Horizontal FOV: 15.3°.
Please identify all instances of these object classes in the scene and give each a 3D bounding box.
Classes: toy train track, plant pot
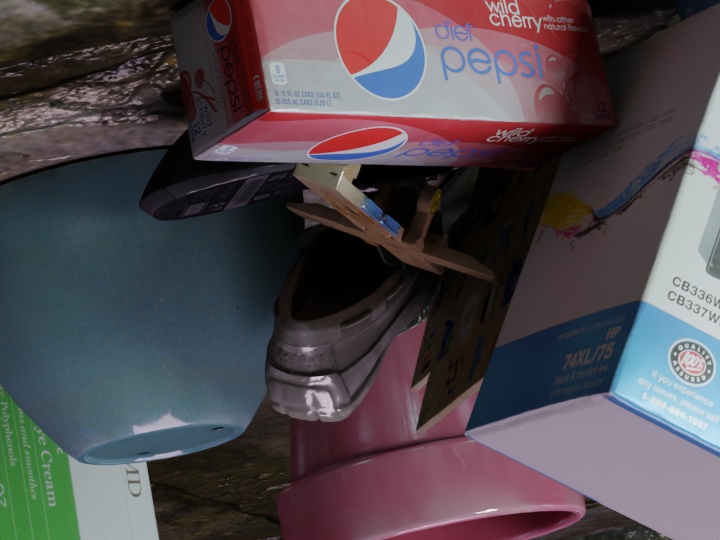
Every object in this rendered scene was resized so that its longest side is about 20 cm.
[{"bbox_3d":[0.011,-0.035,1.294,0.114,0.033,0.200,19,175,18],"label":"toy train track"},{"bbox_3d":[0.034,0.092,1.738,0.199,0.180,0.200,-10,167,-2],"label":"plant pot"},{"bbox_3d":[-0.118,0.029,1.439,0.199,0.135,0.200,-11,167,-2],"label":"plant pot"}]

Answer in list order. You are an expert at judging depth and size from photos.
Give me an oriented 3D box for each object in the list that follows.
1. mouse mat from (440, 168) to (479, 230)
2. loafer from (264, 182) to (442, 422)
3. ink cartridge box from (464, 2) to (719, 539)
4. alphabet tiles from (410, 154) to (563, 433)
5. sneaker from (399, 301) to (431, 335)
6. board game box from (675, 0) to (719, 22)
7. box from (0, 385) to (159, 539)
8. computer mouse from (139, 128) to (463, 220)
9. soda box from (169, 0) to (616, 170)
[{"bbox_3d":[0.124,-0.058,1.558,0.160,0.008,0.200,-8,166,-14],"label":"mouse mat"},{"bbox_3d":[0.000,0.000,1.416,0.070,0.070,0.200,6,-145,13],"label":"loafer"},{"bbox_3d":[0.167,0.006,1.218,0.146,0.201,0.146,26,161,-17],"label":"ink cartridge box"},{"bbox_3d":[0.070,-0.010,1.375,0.006,0.167,0.200,19,157,-11],"label":"alphabet tiles"},{"bbox_3d":[-0.027,0.014,1.636,0.199,0.077,0.089,-12,-179,28],"label":"sneaker"},{"bbox_3d":[0.239,-0.152,1.174,0.151,0.037,0.200,-8,168,-12],"label":"board game box"},{"bbox_3d":[-0.257,0.148,1.694,0.199,0.200,0.171,-19,165,33],"label":"box"},{"bbox_3d":[-0.021,-0.064,1.340,0.199,0.046,0.140,-14,172,-11],"label":"computer mouse"},{"bbox_3d":[0.017,-0.087,1.191,0.199,0.070,0.063,-1,163,-37],"label":"soda box"}]
